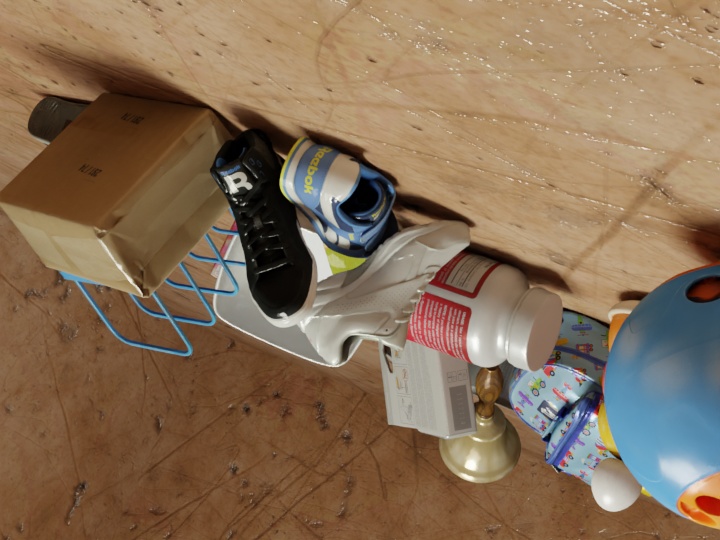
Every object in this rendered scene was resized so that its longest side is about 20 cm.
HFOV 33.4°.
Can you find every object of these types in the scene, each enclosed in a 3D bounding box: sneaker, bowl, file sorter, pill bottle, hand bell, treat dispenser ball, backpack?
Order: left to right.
[{"bbox_3d":[-0.308,-0.149,1.444,0.200,0.075,0.106,32,-177,44],"label":"sneaker"},{"bbox_3d":[-0.199,-0.020,1.329,0.138,0.200,0.123,7,138,38],"label":"file sorter"},{"bbox_3d":[-0.102,-0.049,1.145,0.073,0.201,0.112,-23,140,15],"label":"sneaker"},{"bbox_3d":[-0.071,0.007,1.493,0.199,0.075,0.201,23,132,-4],"label":"bowl"},{"bbox_3d":[-0.002,-0.058,1.172,0.082,0.074,0.200,16,169,30],"label":"sneaker"},{"bbox_3d":[0.033,0.027,1.189,0.100,0.199,0.078,59,-175,12],"label":"sneaker"},{"bbox_3d":[0.109,0.036,1.284,0.199,0.113,0.112,19,169,30],"label":"pill bottle"},{"bbox_3d":[0.149,0.163,1.434,0.104,0.104,0.201,21,147,16],"label":"hand bell"},{"bbox_3d":[0.261,0.149,1.386,0.199,0.135,0.183,32,144,4],"label":"backpack"},{"bbox_3d":[0.284,0.093,0.898,0.200,0.202,0.201,23,170,4],"label":"treat dispenser ball"}]

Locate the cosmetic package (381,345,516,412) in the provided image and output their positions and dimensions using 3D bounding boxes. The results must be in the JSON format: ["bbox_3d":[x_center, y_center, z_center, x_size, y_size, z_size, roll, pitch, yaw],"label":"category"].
[{"bbox_3d":[0.140,0.097,1.546,0.199,0.113,0.081,22,170,20],"label":"cosmetic package"}]

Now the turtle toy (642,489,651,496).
[{"bbox_3d":[0.377,0.206,1.542,0.101,0.146,0.200,46,166,-7],"label":"turtle toy"}]

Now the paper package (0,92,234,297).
[{"bbox_3d":[-0.242,-0.084,1.239,0.199,0.191,0.104,13,143,43],"label":"paper package"}]

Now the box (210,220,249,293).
[{"bbox_3d":[-0.092,0.003,1.611,0.199,0.103,0.095,26,177,-6],"label":"box"}]

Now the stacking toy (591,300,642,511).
[{"bbox_3d":[0.282,0.142,1.169,0.145,0.201,0.146,23,171,4],"label":"stacking toy"}]

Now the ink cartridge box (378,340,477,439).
[{"bbox_3d":[0.074,0.094,1.458,0.044,0.201,0.176,-8,-179,-21],"label":"ink cartridge box"}]

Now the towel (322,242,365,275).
[{"bbox_3d":[0.000,0.000,1.378,0.086,0.018,0.201,14,141,27],"label":"towel"}]
